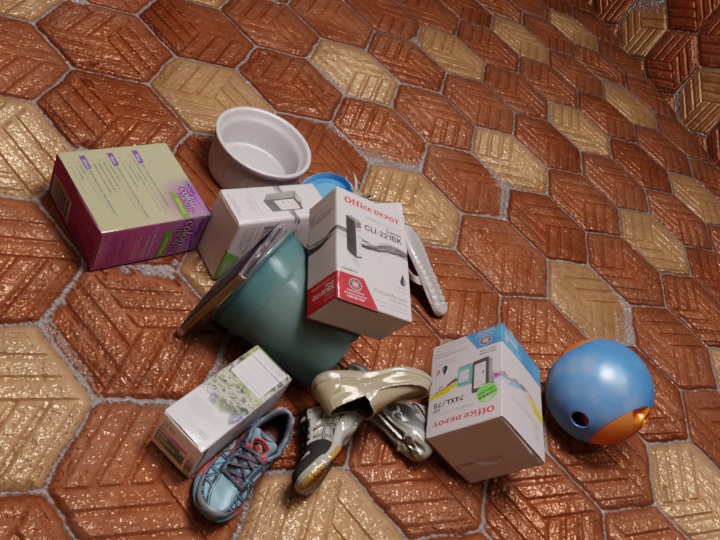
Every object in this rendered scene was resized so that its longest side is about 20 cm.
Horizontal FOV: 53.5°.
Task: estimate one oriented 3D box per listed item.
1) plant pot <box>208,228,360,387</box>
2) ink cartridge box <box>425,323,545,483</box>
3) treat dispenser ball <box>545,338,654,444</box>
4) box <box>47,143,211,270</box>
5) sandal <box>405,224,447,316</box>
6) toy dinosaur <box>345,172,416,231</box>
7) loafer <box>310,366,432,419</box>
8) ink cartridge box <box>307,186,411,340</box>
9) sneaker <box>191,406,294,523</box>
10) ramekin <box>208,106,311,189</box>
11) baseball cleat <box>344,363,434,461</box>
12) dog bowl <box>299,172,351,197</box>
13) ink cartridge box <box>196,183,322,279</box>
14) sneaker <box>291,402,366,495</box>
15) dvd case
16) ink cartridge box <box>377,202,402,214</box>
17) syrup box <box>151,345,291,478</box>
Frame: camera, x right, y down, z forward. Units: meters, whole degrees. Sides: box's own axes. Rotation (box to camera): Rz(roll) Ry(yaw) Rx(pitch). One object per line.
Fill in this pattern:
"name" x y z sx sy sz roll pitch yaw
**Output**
"plant pot" -0.106 0.070 1.162 0.196 0.200 0.200 42 40 -4
"ink cartridge box" 0.214 0.227 1.220 0.146 0.146 0.201 48 33 -29
"treat dispenser ball" 0.459 0.233 1.376 0.200 0.201 0.202 19 43 -19
"box" -0.389 -0.112 1.203 0.199 0.097 0.176 -17 62 -42
"sandal" 0.116 0.003 1.461 0.082 0.050 0.204 8 58 -66
"toy dinosaur" 0.037 -0.112 1.492 0.199 0.102 0.077 22 42 -14
"loafer" 0.021 0.196 1.119 0.199 0.076 0.069 0 57 -18
"ink cartridge box" -0.003 -0.011 1.117 0.144 0.084 0.201 20 53 -32
"sneaker" -0.161 0.261 1.002 0.079 0.096 0.200 37 40 3
"ramekin" -0.208 -0.226 1.435 0.200 0.098 0.201 19 42 -18
"baseball cleat" 0.053 0.233 1.213 0.200 0.070 0.106 51 28 10
"dog bowl" -0.043 -0.101 1.368 0.111 0.050 0.200 -29 63 -17
"ink cartridge box" -0.170 -0.071 1.275 0.199 0.146 0.084 -10 56 -41
"sneaker" -0.068 0.260 1.096 0.087 0.076 0.200 33 31 8
"dvd case" -0.207 0.014 1.128 0.016 0.200 0.149 43 39 -11
"ink cartridge box" 0.006 -0.040 1.386 0.162 0.057 0.201 -2 62 -1
"syrup box" -0.199 0.202 1.043 0.079 0.082 0.200 42 41 11
